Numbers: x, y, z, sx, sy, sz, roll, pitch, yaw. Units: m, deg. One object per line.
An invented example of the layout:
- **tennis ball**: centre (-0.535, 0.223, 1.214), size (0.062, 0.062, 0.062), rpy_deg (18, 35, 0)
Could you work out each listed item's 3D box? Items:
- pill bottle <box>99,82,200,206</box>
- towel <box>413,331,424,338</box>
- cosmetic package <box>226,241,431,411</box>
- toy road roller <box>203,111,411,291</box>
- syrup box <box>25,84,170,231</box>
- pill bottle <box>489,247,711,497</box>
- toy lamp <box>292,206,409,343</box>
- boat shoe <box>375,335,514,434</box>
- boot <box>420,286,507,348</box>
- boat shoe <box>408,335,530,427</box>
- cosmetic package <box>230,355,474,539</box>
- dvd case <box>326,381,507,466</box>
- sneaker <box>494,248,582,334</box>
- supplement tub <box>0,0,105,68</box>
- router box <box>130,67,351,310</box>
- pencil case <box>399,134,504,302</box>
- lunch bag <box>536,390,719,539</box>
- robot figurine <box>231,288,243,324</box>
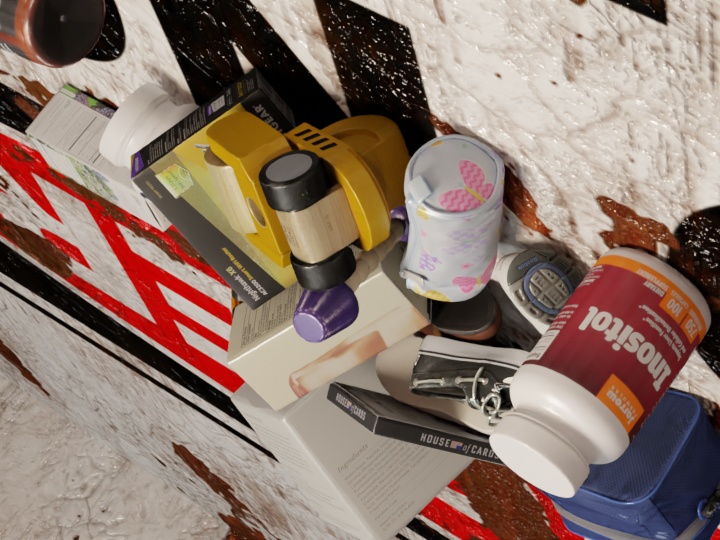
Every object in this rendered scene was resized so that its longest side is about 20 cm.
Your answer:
- **pill bottle**: centre (-0.169, -0.104, 1.829), size (0.200, 0.116, 0.116), rpy_deg (36, 162, 6)
- **towel**: centre (0.076, 0.121, 1.989), size (0.191, 0.032, 0.200), rpy_deg (46, 164, 16)
- **cosmetic package**: centre (-0.031, 0.046, 1.780), size (0.200, 0.103, 0.087), rpy_deg (-30, 120, 22)
- **toy road roller**: centre (-0.038, -0.083, 1.593), size (0.200, 0.146, 0.123), rpy_deg (33, 149, 52)
- **syrup box**: centre (-0.289, -0.133, 2.037), size (0.200, 0.081, 0.079), rpy_deg (27, 161, 28)
- **pill bottle**: centre (0.199, 0.088, 1.462), size (0.113, 0.200, 0.113), rpy_deg (33, 161, 13)
- **toy lamp**: centre (0.000, 0.000, 1.622), size (0.058, 0.200, 0.058), rpy_deg (18, 129, 24)
- **boat shoe**: centre (0.101, 0.125, 1.797), size (0.200, 0.072, 0.068), rpy_deg (16, 166, 41)
- **boot**: centre (0.145, 0.095, 1.794), size (0.200, 0.069, 0.188), rpy_deg (44, 161, -19)
- **boat shoe**: centre (0.128, 0.112, 1.676), size (0.199, 0.068, 0.074), rpy_deg (11, 161, 37)
- **cosmetic package**: centre (-0.007, 0.177, 1.980), size (0.200, 0.166, 0.167), rpy_deg (54, 163, -20)
- **dvd case**: centre (0.079, 0.163, 1.797), size (0.200, 0.025, 0.150), rpy_deg (15, -176, -21)
- **sneaker**: centre (0.202, 0.048, 1.602), size (0.200, 0.075, 0.087), rpy_deg (48, 175, -17)
- **supplement tub**: centre (-0.362, -0.281, 1.781), size (0.200, 0.107, 0.107), rpy_deg (24, 157, 36)
- **router box**: centre (-0.105, -0.077, 1.711), size (0.200, 0.157, 0.052), rpy_deg (48, -165, -30)
- **pencil case**: centre (0.079, -0.044, 1.551), size (0.200, 0.091, 0.083), rpy_deg (92, 168, -66)
- **lunch bag**: centre (0.273, 0.197, 1.689), size (0.200, 0.136, 0.132), rpy_deg (15, 152, 47)
- **robot figurine**: centre (-0.118, 0.009, 1.939), size (0.200, 0.058, 0.145), rpy_deg (-103, 14, -60)
